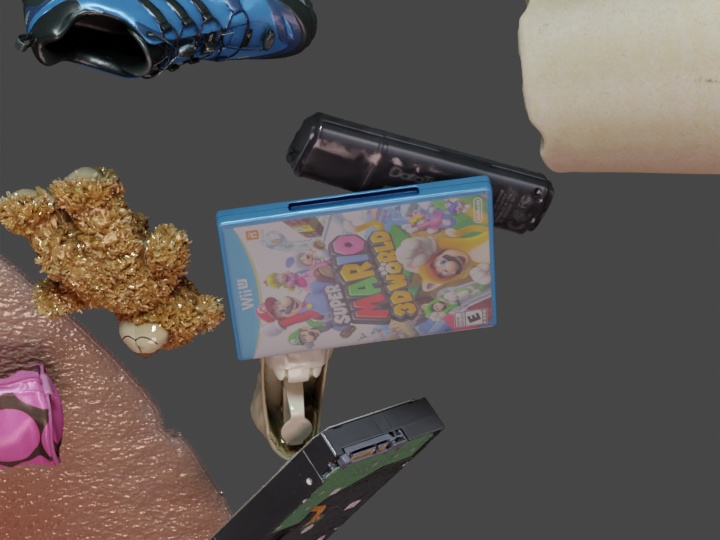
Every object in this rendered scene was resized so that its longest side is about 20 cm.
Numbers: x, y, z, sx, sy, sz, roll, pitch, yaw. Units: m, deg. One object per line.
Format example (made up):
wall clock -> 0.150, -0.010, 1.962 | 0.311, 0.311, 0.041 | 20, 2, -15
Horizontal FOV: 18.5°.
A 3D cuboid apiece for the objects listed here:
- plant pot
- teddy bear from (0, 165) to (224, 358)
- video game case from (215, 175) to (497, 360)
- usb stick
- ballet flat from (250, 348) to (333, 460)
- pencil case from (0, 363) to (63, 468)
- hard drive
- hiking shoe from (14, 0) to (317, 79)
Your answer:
plant pot -> 0.206, -0.141, 1.450 | 0.183, 0.201, 0.201 | -5, 139, 17
teddy bear -> -0.185, -0.001, 1.631 | 0.145, 0.067, 0.200 | -9, 137, 7
video game case -> 0.000, 0.000, 1.630 | 0.200, 0.018, 0.143 | -7, 134, -2
usb stick -> 0.044, -0.070, 1.607 | 0.200, 0.033, 0.056 | 14, 127, -20
ballet flat -> -0.050, 0.077, 1.731 | 0.069, 0.070, 0.200 | -1, 137, -5
pencil case -> -0.333, 0.111, 1.726 | 0.200, 0.091, 0.094 | -1, 126, -8
hard drive -> -0.036, 0.183, 1.818 | 0.140, 0.038, 0.200 | -15, 156, -49
hiking shoe -> -0.127, -0.154, 1.456 | 0.200, 0.087, 0.074 | 4, 137, -10
